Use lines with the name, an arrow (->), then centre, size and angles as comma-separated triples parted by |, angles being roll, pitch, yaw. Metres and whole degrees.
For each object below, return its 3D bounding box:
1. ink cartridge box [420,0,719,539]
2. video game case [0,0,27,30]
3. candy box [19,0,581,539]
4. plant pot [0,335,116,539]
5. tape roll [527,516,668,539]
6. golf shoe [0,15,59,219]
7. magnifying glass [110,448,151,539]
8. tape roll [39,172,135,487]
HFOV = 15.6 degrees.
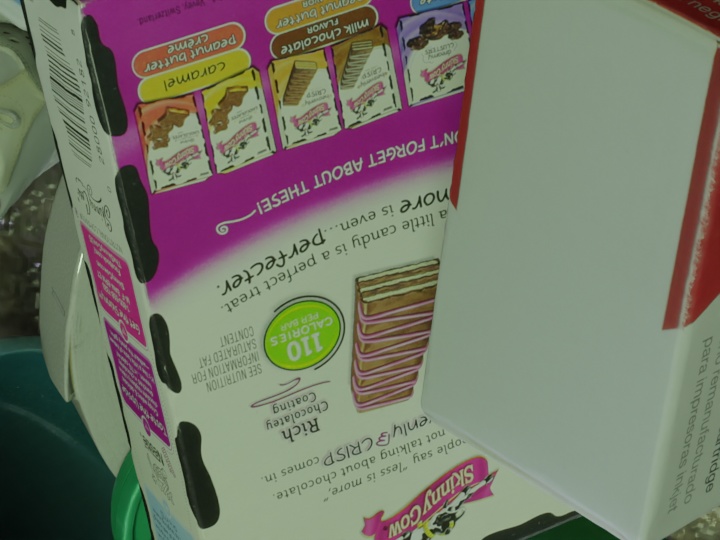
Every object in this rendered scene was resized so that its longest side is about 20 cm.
ink cartridge box -> 0.119, -0.035, 0.710 | 0.084, 0.199, 0.145 | 30, 128, 34
video game case -> -0.136, -0.199, 0.771 | 0.200, 0.022, 0.183 | 36, 121, 19
candy box -> -0.007, -0.009, 0.743 | 0.136, 0.061, 0.201 | -19, 115, -19
plant pot -> -0.144, 0.149, 0.846 | 0.187, 0.200, 0.201 | -26, 108, 27
tape roll -> 0.060, 0.180, 0.942 | 0.199, 0.048, 0.202 | 5, 117, 10
golf shoe -> -0.171, -0.016, 0.874 | 0.075, 0.092, 0.200 | 44, 118, -12
magnifying glass -> -0.001, 0.107, 0.841 | 0.080, 0.022, 0.200 | -46, 122, 3
tape roll -> 0.000, 0.000, 0.818 | 0.201, 0.037, 0.204 | -10, 119, -18
